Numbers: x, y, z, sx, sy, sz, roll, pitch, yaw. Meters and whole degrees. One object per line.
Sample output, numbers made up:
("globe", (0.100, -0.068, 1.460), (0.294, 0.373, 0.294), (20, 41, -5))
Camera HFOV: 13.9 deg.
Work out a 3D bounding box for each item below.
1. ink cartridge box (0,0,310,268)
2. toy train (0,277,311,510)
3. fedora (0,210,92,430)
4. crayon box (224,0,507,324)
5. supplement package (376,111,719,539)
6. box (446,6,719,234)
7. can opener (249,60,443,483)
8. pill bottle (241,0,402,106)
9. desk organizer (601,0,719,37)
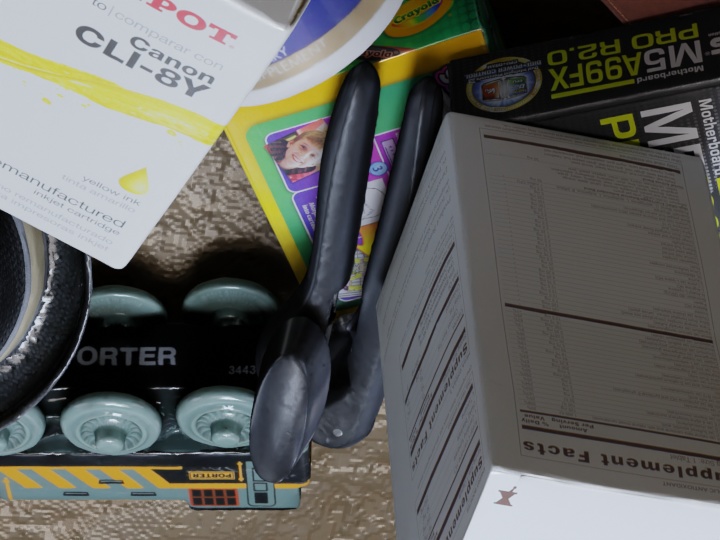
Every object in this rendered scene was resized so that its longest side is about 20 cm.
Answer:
("ink cartridge box", (-0.103, -0.102, 1.038), (0.145, 0.084, 0.200), (28, 149, -8))
("toy train", (-0.109, 0.064, 1.360), (0.199, 0.086, 0.114), (-1, 144, 1))
("fedora", (-0.217, 0.009, 1.239), (0.199, 0.092, 0.202), (3, 110, 9))
("crayon box", (0.021, -0.038, 1.291), (0.118, 0.058, 0.200), (-16, 135, 8))
("supplement package", (0.076, 0.051, 1.131), (0.113, 0.200, 0.110), (10, 130, -12))
("box", (0.134, -0.020, 1.243), (0.159, 0.044, 0.200), (-10, 137, 9))
("can opener", (0.000, 0.000, 1.243), (0.063, 0.079, 0.201), (13, 124, -8))
("pill bottle", (-0.070, -0.165, 1.113), (0.115, 0.116, 0.200), (-23, 132, 16))
("desk organizer", (0.156, -0.120, 1.219), (0.077, 0.072, 0.200), (-29, 131, 24))
